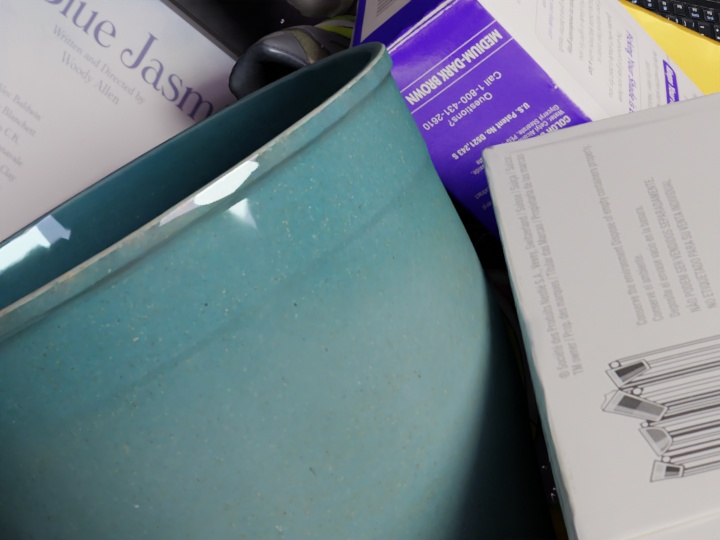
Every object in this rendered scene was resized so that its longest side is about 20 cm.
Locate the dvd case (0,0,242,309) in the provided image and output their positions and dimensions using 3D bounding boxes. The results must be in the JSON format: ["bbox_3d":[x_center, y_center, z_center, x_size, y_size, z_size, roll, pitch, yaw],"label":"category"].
[{"bbox_3d":[-0.104,-0.022,0.781,0.143,0.018,0.200,37,55,-18],"label":"dvd case"}]

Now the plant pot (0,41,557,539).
[{"bbox_3d":[-0.031,0.059,0.676,0.200,0.200,0.188,-40,104,-38],"label":"plant pot"}]

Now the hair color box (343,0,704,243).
[{"bbox_3d":[0.084,-0.044,0.781,0.200,0.065,0.109,42,28,-22],"label":"hair color box"}]

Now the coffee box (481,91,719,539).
[{"bbox_3d":[0.164,0.070,0.665,0.200,0.200,0.198,-97,172,-53],"label":"coffee box"}]

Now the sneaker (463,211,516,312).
[{"bbox_3d":[0.120,0.024,0.889,0.200,0.080,0.086,29,49,-30],"label":"sneaker"}]

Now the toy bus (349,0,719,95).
[{"bbox_3d":[0.096,-0.076,0.875,0.200,0.065,0.078,22,92,-13],"label":"toy bus"}]

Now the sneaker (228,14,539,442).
[{"bbox_3d":[0.000,0.000,0.783,0.081,0.074,0.200,-4,68,-57],"label":"sneaker"}]

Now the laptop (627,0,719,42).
[{"bbox_3d":[0.157,-0.130,0.953,0.177,0.103,0.200,6,69,-33],"label":"laptop"}]

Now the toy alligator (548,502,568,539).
[{"bbox_3d":[0.019,0.123,0.788,0.200,0.059,0.054,-35,94,-39],"label":"toy alligator"}]

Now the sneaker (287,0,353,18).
[{"bbox_3d":[-0.083,-0.163,0.823,0.200,0.082,0.075,44,9,-5],"label":"sneaker"}]
